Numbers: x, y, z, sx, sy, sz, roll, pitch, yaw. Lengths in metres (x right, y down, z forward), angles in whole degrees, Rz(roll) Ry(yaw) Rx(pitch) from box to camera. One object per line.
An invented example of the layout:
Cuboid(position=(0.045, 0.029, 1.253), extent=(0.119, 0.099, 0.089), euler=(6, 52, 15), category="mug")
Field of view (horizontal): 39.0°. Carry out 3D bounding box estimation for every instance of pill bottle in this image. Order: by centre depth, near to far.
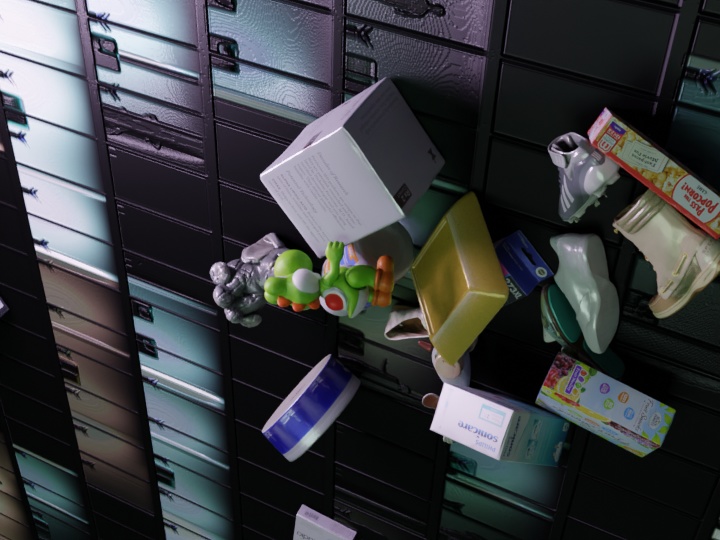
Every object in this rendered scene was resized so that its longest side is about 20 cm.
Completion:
Cuboid(position=(0.000, 0.000, 1.703), extent=(0.112, 0.112, 0.200), euler=(41, 143, -4), category="pill bottle")

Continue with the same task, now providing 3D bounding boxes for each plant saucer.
Cuboid(position=(0.140, 0.012, 1.582), extent=(0.048, 0.203, 0.201), euler=(4, 143, -25), category="plant saucer")

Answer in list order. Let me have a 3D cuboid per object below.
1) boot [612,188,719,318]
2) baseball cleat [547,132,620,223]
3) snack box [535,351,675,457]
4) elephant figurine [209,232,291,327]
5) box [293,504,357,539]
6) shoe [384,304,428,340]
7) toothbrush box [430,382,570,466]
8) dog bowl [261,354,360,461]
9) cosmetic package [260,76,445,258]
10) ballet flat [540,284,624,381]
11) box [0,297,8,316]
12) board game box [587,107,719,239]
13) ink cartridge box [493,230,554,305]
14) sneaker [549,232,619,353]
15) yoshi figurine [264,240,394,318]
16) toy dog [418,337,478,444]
Cuboid(position=(0.421, -0.024, 1.443), extent=(0.155, 0.073, 0.201), euler=(40, 158, 9), category="boot")
Cuboid(position=(0.300, -0.135, 1.415), extent=(0.107, 0.069, 0.200), euler=(48, 165, 7), category="baseball cleat")
Cuboid(position=(0.384, 0.216, 1.619), extent=(0.197, 0.068, 0.169), euler=(28, 168, 12), category="snack box")
Cuboid(position=(-0.157, 0.006, 1.814), extent=(0.198, 0.157, 0.141), euler=(-30, 145, 18), category="elephant figurine")
Cuboid(position=(-0.087, 0.637, 2.330), extent=(0.142, 0.036, 0.202), euler=(23, 134, 16), category="box")
Cuboid(position=(0.112, 0.091, 1.721), extent=(0.198, 0.054, 0.070), euler=(-8, 125, 53), category="shoe")
Cuboid(position=(0.233, 0.256, 1.683), extent=(0.145, 0.198, 0.087), euler=(18, 92, 41), category="toothbrush box")
Cuboid(position=(-0.093, 0.257, 1.912), extent=(0.079, 0.200, 0.200), euler=(42, 136, -2), category="dog bowl")
Cuboid(position=(-0.011, -0.155, 1.555), extent=(0.198, 0.165, 0.166), euler=(-24, 110, 41), category="cosmetic package")
Cuboid(position=(0.337, 0.109, 1.620), extent=(0.200, 0.069, 0.071), euler=(46, 144, -12), category="ballet flat")
Cuboid(position=(-0.931, 0.052, 2.331), extent=(0.113, 0.132, 0.202), euler=(-9, 119, 41), category="box")
Cuboid(position=(0.390, -0.132, 1.329), extent=(0.199, 0.152, 0.047), euler=(38, 106, 2), category="board game box")
Cuboid(position=(0.208, 0.015, 1.647), extent=(0.199, 0.037, 0.095), euler=(-31, 105, 42), category="ink cartridge box")
Cuboid(position=(0.339, 0.031, 1.561), extent=(0.087, 0.075, 0.203), euler=(8, 123, 43), category="sneaker")
Cuboid(position=(-0.051, 0.006, 1.558), extent=(0.195, 0.112, 0.115), euler=(-2, 101, -7), category="yoshi figurine")
Cuboid(position=(0.144, 0.189, 1.766), extent=(0.095, 0.131, 0.204), euler=(12, 105, 24), category="toy dog")
